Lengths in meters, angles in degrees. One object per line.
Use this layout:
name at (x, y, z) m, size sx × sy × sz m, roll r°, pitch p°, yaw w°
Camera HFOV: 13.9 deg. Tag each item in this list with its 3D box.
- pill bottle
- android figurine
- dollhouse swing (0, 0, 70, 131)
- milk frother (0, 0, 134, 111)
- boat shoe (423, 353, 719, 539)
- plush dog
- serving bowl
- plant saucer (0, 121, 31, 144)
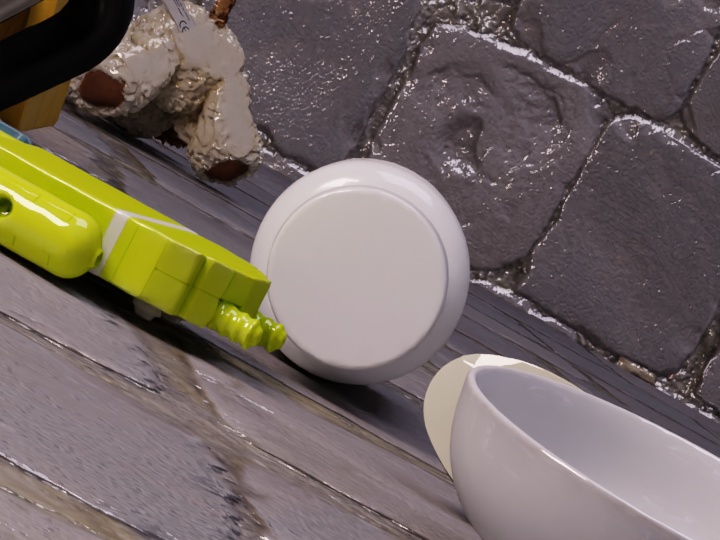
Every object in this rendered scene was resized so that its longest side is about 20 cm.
pill bottle at (0.000, 0.000, 1.531) m, size 0.114 × 0.115 × 0.200 m, roll 30°, pitch 3°, yaw 0°
android figurine at (-0.123, -0.018, 1.366) m, size 0.199 × 0.041 × 0.182 m, roll 30°, pitch 3°, yaw 10°
dollhouse swing at (-0.291, -0.164, 1.818) m, size 0.199 × 0.182 × 0.176 m, roll 29°, pitch 36°, yaw 9°
milk frother at (-0.231, -0.198, 1.613) m, size 0.200 × 0.187 × 0.181 m, roll 55°, pitch -15°, yaw 26°
boat shoe at (0.114, 0.107, 1.294) m, size 0.199 × 0.071 × 0.063 m, roll 32°, pitch -2°, yaw 13°
plush dog at (-0.181, -0.171, 2.569) m, size 0.199 × 0.161 × 0.171 m, roll 30°, pitch -24°, yaw -32°
serving bowl at (0.117, 0.114, 1.167) m, size 0.199 × 0.066 × 0.200 m, roll 26°, pitch 9°, yaw -5°
plant saucer at (-0.279, -0.115, 1.694) m, size 0.199 × 0.019 × 0.070 m, roll 29°, pitch 3°, yaw -11°
